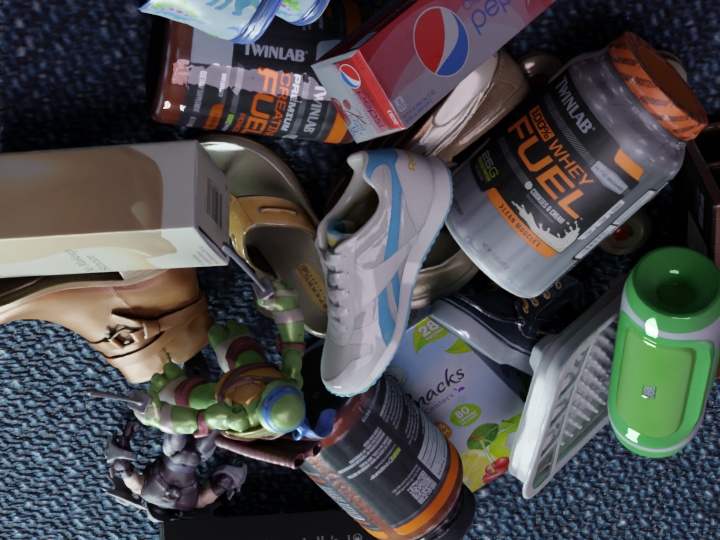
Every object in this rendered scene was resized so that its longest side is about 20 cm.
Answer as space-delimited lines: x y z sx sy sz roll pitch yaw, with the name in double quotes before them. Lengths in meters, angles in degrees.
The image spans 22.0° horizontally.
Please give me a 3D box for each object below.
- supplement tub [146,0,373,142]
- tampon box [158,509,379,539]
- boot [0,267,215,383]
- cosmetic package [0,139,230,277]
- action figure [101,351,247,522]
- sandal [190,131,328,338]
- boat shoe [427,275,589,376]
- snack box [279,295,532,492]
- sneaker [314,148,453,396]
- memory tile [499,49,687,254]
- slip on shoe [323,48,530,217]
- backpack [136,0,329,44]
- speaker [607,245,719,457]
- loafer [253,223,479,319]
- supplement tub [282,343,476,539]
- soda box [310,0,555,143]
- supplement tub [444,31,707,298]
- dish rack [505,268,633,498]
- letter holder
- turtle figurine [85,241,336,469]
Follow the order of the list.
"supplement tub" -0.054 -0.152 1.373 0.198 0.107 0.108 5 127 -14
"tampon box" -0.085 0.304 1.692 0.198 0.128 0.150 -2 156 -9
"boot" -0.225 0.039 1.527 0.198 0.074 0.155 -20 133 9
"cosmetic package" -0.206 -0.045 1.409 0.198 0.072 0.105 -4 163 12
"action figure" -0.153 0.155 1.636 0.129 0.070 0.201 9 130 -25
"sandal" -0.071 -0.027 1.471 0.080 0.054 0.201 -33 97 22
"boat shoe" 0.125 0.027 1.539 0.091 0.071 0.200 -60 152 3
"snack box" 0.052 0.118 1.640 0.168 0.068 0.200 -35 124 18
"sneaker" 0.000 0.000 1.422 0.080 0.076 0.202 10 107 -28
"memory tile" 0.184 -0.093 1.530 0.151 0.017 0.202 -1 128 -10
"slip on shoe" 0.051 -0.099 1.469 0.060 0.076 0.200 33 108 -27
"backpack" -0.072 -0.251 1.236 0.146 0.201 0.184 19 121 -19
"speaker" 0.252 0.071 1.534 0.087 0.089 0.201 -8 142 -4
"loafer" 0.004 -0.009 1.525 0.198 0.076 0.069 -12 125 3
"supplement tub" 0.015 0.157 1.554 0.106 0.107 0.200 -32 124 15
"soda box" 0.060 -0.176 1.329 0.063 0.200 0.070 -10 118 55
"supplement tub" 0.166 -0.084 1.445 0.122 0.123 0.200 33 115 -30
"dish rack" 0.192 0.086 1.592 0.200 0.043 0.173 -35 147 -42
"letter holder" 0.344 -0.025 1.553 0.141 0.101 0.201 -12 133 -4
"turtle figurine" -0.116 0.063 1.449 0.198 0.194 0.145 23 82 -17
